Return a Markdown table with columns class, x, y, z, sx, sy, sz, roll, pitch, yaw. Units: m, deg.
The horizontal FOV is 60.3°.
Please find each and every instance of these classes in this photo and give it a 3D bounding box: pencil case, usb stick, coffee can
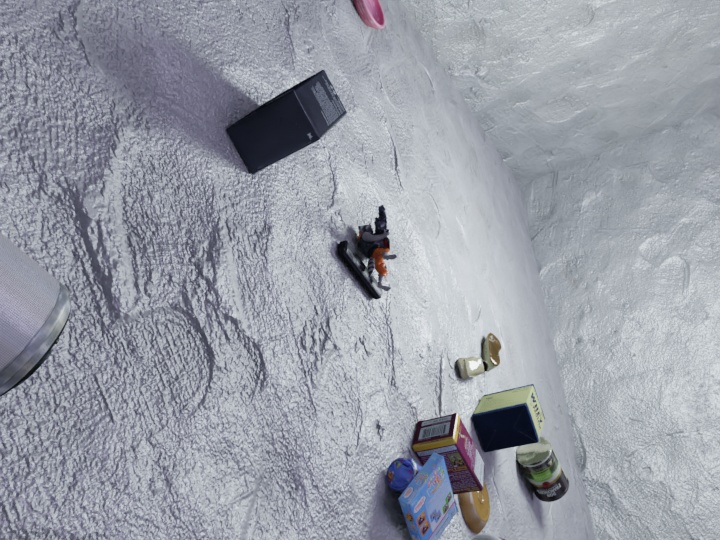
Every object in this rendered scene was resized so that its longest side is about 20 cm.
| class | x | y | z | sx | sy | sz | roll | pitch | yaw |
| --- | --- | --- | --- | --- | --- | --- | --- | --- | --- |
| pencil case | 0.142 | 0.524 | 1.545 | 0.200 | 0.077 | 0.088 | 40 | 74 | -47 |
| usb stick | 0.000 | 0.000 | 1.669 | 0.201 | 0.032 | 0.056 | 52 | 23 | -34 |
| coffee can | 0.713 | 0.778 | 2.428 | 0.202 | 0.144 | 0.147 | 60 | 28 | -20 |

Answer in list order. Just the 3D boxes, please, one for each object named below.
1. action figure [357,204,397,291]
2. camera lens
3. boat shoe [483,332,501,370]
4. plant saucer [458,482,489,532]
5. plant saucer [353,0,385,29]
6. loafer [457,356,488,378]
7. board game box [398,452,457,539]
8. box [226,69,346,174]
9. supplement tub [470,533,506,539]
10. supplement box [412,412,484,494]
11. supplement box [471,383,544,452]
| class | x | y | z | sx | sy | sz | roll | pitch | yaw |
| --- | --- | --- | --- | --- | --- | --- | --- | --- | --- |
| action figure | 0.038 | -0.071 | 1.683 | 0.195 | 0.103 | 0.203 | -118 | -165 | -47 |
| camera lens | -0.430 | 0.030 | 0.660 | 0.201 | 0.158 | 0.162 | 51 | 32 | -34 |
| boat shoe | 0.510 | 0.319 | 2.443 | 0.073 | 0.063 | 0.201 | 38 | 30 | -6 |
| plant saucer | 0.355 | 0.697 | 1.902 | 0.200 | 0.035 | 0.204 | 43 | 38 | -45 |
| plant saucer | 0.027 | -1.017 | 2.373 | 0.200 | 0.050 | 0.204 | 41 | 40 | -46 |
| loafer | 0.399 | 0.337 | 2.187 | 0.199 | 0.067 | 0.077 | 7 | 66 | -62 |
| board game box | 0.167 | 0.567 | 1.497 | 0.151 | 0.036 | 0.203 | -41 | 129 | -35 |
| box | -0.160 | -0.335 | 1.388 | 0.119 | 0.194 | 0.201 | 59 | 29 | -19 |
| supplement tub | 0.390 | 0.836 | 1.760 | 0.200 | 0.138 | 0.143 | 41 | 39 | -46 |
| supplement box | 0.246 | 0.509 | 1.705 | 0.202 | 0.129 | 0.104 | 61 | 28 | -21 |
| supplement box | 0.519 | 0.512 | 2.160 | 0.199 | 0.197 | 0.137 | -26 | 96 | -65 |
